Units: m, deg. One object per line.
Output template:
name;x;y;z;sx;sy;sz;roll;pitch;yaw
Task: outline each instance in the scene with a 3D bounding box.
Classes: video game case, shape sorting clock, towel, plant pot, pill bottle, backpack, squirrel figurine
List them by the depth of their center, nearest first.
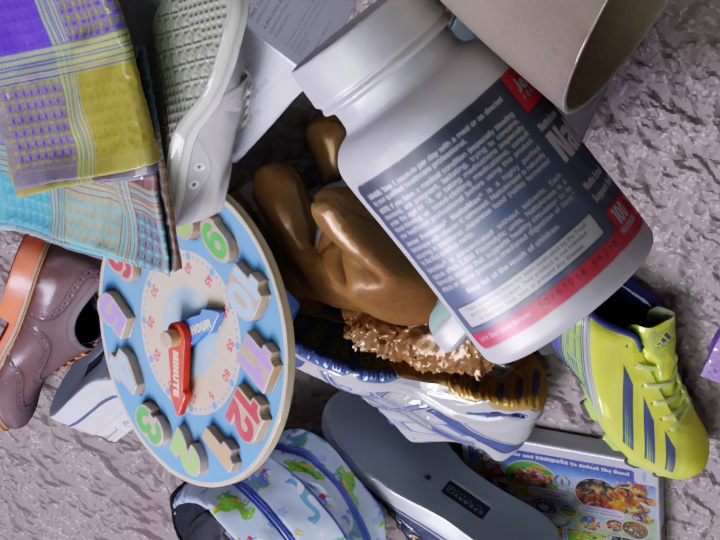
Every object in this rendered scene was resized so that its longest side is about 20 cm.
plant pot;0.078;-0.214;1.298;0.200;0.187;0.187;33;139;10
pill bottle;0.058;-0.059;1.354;0.120;0.120;0.200;-32;100;43
towel;-0.187;-0.142;1.434;0.144;0.023;0.200;0;109;47
towel;-0.182;-0.080;1.503;0.200;0.022;0.147;15;120;50
shape sorting clock;-0.109;0.040;1.554;0.200;0.039;0.200;14;110;44
squirrel figurine;0.000;0.000;1.564;0.187;0.142;0.200;-18;120;45
backpack;-0.060;0.191;1.743;0.163;0.154;0.200;56;180;9
video game case;0.149;0.191;1.763;0.143;0.018;0.200;9;135;18

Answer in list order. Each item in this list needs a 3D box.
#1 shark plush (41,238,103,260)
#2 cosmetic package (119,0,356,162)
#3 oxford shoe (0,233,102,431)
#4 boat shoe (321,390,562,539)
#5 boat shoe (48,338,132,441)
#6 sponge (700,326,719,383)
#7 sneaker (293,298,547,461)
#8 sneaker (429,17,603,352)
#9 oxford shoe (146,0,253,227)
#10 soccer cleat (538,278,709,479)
shark plush;-0.152;-0.004;1.665;0.091;0.083;0.200;-23;119;39
cosmetic package;-0.118;-0.173;1.485;0.200;0.081;0.113;35;139;-11
oxford shoe;-0.228;0.056;1.774;0.073;0.071;0.200;19;138;-1
boat shoe;0.047;0.171;1.734;0.200;0.071;0.091;38;144;12
boat shoe;-0.149;0.084;1.756;0.086;0.075;0.202;30;146;-17
sponge;0.295;0.017;1.513;0.112;0.030;0.200;22;137;4
sneaker;0.024;0.079;1.671;0.200;0.075;0.088;20;138;8
sneaker;0.058;-0.058;1.462;0.118;0.200;0.074;25;179;5
oxford shoe;-0.092;-0.105;1.445;0.058;0.075;0.200;-10;138;-28
soccer cleat;0.180;0.062;1.589;0.084;0.065;0.200;-23;120;32
